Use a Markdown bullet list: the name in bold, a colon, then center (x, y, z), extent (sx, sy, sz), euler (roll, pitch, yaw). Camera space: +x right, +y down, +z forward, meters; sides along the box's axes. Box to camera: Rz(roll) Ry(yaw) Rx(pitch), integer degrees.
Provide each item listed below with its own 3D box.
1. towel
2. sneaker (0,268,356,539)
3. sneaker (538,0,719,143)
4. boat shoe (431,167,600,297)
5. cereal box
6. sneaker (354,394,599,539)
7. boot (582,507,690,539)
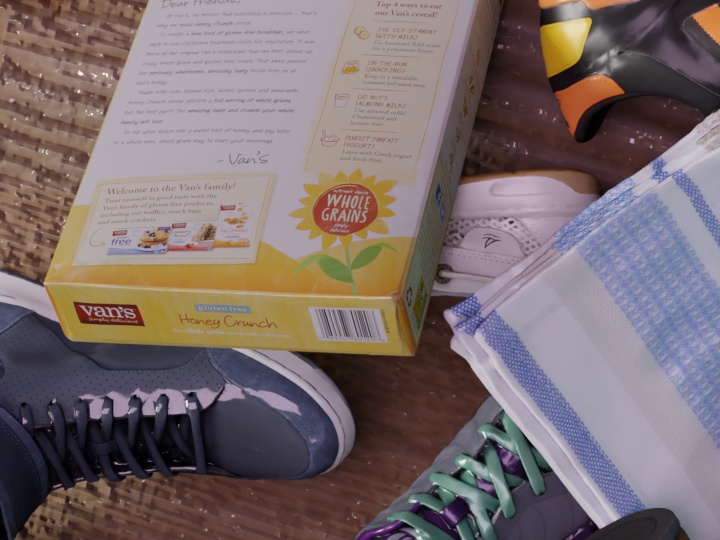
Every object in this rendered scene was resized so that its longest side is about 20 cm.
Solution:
- **towel**: center (0.148, 0.015, 1.018), extent (0.200, 0.024, 0.147), euler (-37, 110, 1)
- **sneaker**: center (-0.115, 0.080, 1.086), extent (0.201, 0.146, 0.077), euler (12, 131, 23)
- **sneaker**: center (0.166, -0.095, 1.045), extent (0.199, 0.070, 0.091), euler (-4, 96, 22)
- **boat shoe**: center (0.000, 0.000, 1.091), extent (0.199, 0.071, 0.070), euler (-5, 88, 16)
- **cereal box**: center (-0.029, -0.057, 1.059), extent (0.143, 0.040, 0.201), euler (2, 50, 18)
- **sneaker**: center (0.050, 0.096, 1.055), extent (0.074, 0.087, 0.200), euler (43, 110, 15)
- **boot**: center (0.125, 0.214, 1.013), extent (0.200, 0.068, 0.189), euler (37, 73, -18)
